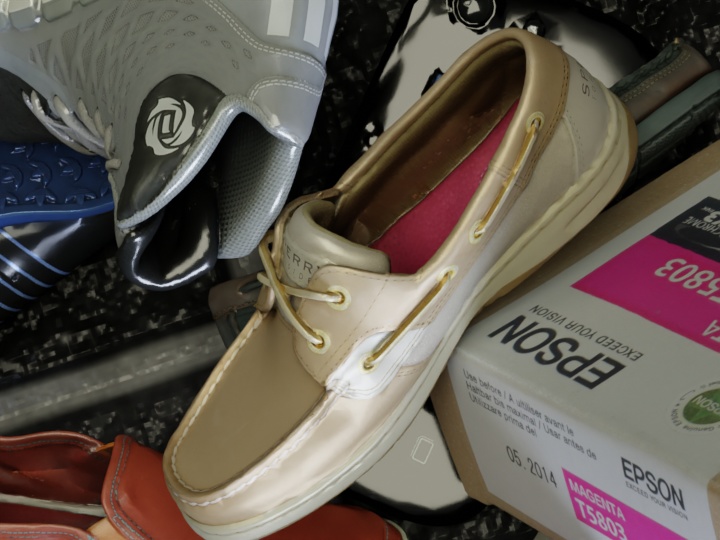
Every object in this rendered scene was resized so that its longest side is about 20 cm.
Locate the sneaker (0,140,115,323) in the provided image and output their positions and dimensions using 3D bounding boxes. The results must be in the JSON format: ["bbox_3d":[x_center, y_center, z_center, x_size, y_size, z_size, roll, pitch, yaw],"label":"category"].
[{"bbox_3d":[-0.145,-0.013,1.017,0.200,0.078,0.070,-25,66,-17],"label":"sneaker"}]

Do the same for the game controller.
[{"bbox_3d":[0.035,-0.010,1.000,0.104,0.042,0.200,23,88,10],"label":"game controller"}]

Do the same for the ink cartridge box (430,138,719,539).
[{"bbox_3d":[0.139,0.034,0.879,0.165,0.200,0.075,-31,118,-20],"label":"ink cartridge box"}]

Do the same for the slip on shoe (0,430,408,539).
[{"bbox_3d":[-0.079,0.093,0.976,0.200,0.074,0.061,8,125,-1],"label":"slip on shoe"}]

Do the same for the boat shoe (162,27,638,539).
[{"bbox_3d":[0.000,0.000,0.885,0.200,0.069,0.074,-48,45,-1],"label":"boat shoe"}]

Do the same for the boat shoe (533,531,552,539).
[{"bbox_3d":[0.095,0.128,0.966,0.068,0.072,0.200,37,74,-20],"label":"boat shoe"}]

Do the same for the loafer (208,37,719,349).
[{"bbox_3d":[0.035,-0.025,0.954,0.200,0.072,0.063,-38,81,0],"label":"loafer"}]

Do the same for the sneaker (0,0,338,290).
[{"bbox_3d":[-0.082,-0.045,0.902,0.200,0.075,0.116,-19,60,49],"label":"sneaker"}]
